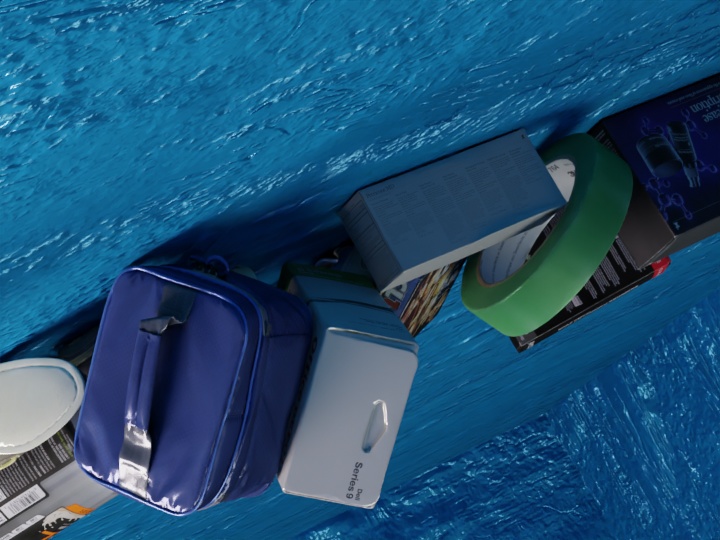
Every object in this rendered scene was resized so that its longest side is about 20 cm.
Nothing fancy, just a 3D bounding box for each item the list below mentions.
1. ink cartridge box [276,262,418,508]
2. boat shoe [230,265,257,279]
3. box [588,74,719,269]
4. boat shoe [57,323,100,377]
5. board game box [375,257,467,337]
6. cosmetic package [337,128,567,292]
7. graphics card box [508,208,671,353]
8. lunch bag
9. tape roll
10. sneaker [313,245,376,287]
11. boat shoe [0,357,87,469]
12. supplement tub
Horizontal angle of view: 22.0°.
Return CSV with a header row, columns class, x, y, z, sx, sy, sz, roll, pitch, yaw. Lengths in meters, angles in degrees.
class,x,y,z,sx,sy,sz,roll,pitch,yaw
ink cartridge box,-0.027,0.091,1.555,0.083,0.147,0.200,12,-168,-15
boat shoe,-0.113,0.045,1.620,0.062,0.071,0.200,-31,165,-8
box,0.333,-0.105,1.892,0.199,0.142,0.079,-23,168,-34
boat shoe,-0.189,0.089,1.589,0.074,0.074,0.200,-33,168,18
board game box,0.051,0.017,1.735,0.200,0.034,0.136,-42,161,-58
cosmetic package,0.082,-0.055,1.636,0.199,0.083,0.051,-22,169,-34
graphics card box,0.234,-0.009,2.104,0.199,0.126,0.051,-29,169,-7
lunch bag,-0.131,0.084,1.441,0.132,0.135,0.202,-8,113,-65
tape roll,0.174,-0.034,1.752,0.201,0.048,0.201,-48,-161,23
sneaker,0.000,0.000,1.745,0.072,0.072,0.200,-66,167,21
boat shoe,-0.297,0.123,1.485,0.201,0.073,0.060,-27,172,17
supplement tub,-0.296,0.176,1.577,0.199,0.123,0.122,-32,168,14
